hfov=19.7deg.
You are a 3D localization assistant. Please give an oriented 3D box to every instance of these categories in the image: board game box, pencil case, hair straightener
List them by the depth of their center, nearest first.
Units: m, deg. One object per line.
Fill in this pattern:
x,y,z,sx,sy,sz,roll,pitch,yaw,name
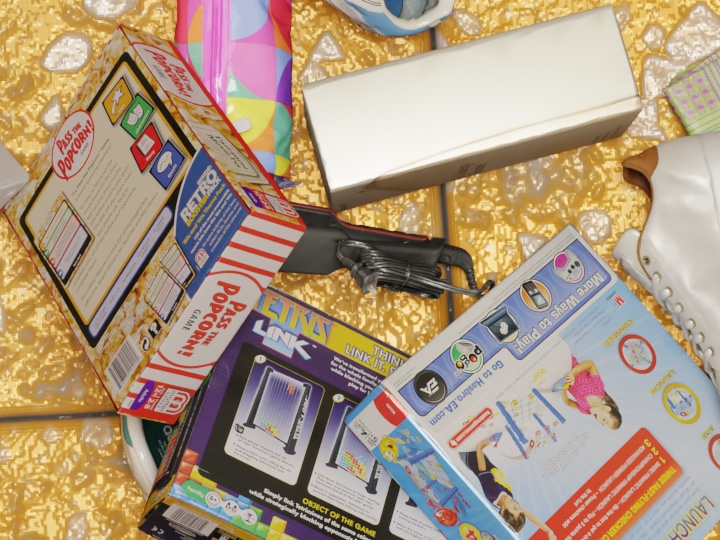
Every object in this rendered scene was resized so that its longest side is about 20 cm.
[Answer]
-0.129,-0.031,1.239,0.152,0.046,0.200,-54,46,20,board game box
-0.014,0.118,1.240,0.200,0.057,0.165,28,51,-12,board game box
0.124,0.101,1.253,0.196,0.056,0.200,49,52,5,board game box
0.000,0.000,1.282,0.200,0.077,0.041,14,119,-26,hair straightener
-0.081,-0.142,1.314,0.088,0.088,0.200,0,81,0,pencil case

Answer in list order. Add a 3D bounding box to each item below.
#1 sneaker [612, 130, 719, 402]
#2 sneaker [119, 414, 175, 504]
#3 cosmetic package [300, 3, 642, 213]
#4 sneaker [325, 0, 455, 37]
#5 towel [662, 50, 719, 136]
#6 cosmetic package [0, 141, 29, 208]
0.205,0.015,1.287,0.085,0.073,0.200,-10,68,5,sneaker
-0.094,0.156,1.274,0.070,0.093,0.200,-28,84,-3,sneaker
0.067,-0.100,1.302,0.200,0.104,0.073,-16,84,-1,cosmetic package
-0.019,-0.201,1.276,0.200,0.072,0.072,21,71,-43,sneaker
0.314,-0.110,1.345,0.200,0.023,0.144,-30,85,-3,towel
-0.315,-0.095,1.292,0.107,0.090,0.200,-43,81,25,cosmetic package
